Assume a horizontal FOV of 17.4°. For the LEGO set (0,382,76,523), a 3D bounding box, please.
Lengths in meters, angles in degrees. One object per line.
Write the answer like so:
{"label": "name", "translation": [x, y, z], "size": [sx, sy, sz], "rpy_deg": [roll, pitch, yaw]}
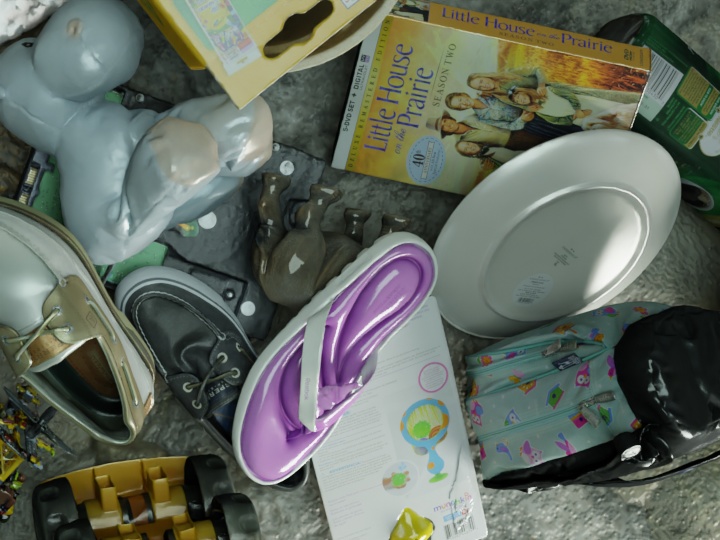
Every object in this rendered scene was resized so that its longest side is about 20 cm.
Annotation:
{"label": "LEGO set", "translation": [-0.271, 0.060, 1.563], "size": [0.200, 0.154, 0.116], "rpy_deg": [44, 99, -7]}

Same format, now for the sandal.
{"label": "sandal", "translation": [-0.017, 0.061, 1.604], "size": [0.082, 0.050, 0.203], "rpy_deg": [34, 91, -33]}

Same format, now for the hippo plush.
{"label": "hippo plush", "translation": [-0.165, -0.099, 1.572], "size": [0.200, 0.159, 0.161], "rpy_deg": [-40, 85, 32]}

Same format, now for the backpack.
{"label": "backpack", "translation": [0.171, 0.090, 1.674], "size": [0.167, 0.200, 0.127], "rpy_deg": [3, 74, -49]}

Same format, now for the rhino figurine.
{"label": "rhino figurine", "translation": [0.000, 0.000, 1.668], "size": [0.200, 0.060, 0.087], "rpy_deg": [21, 81, -42]}

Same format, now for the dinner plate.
{"label": "dinner plate", "translation": [0.143, -0.018, 1.680], "size": [0.200, 0.024, 0.200], "rpy_deg": [-16, 139, -14]}

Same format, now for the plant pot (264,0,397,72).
{"label": "plant pot", "translation": [-0.082, -0.233, 1.581], "size": [0.200, 0.183, 0.200], "rpy_deg": [-1, 95, -16]}

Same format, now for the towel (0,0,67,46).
{"label": "towel", "translation": [-0.312, -0.221, 1.595], "size": [0.200, 0.032, 0.191], "rpy_deg": [-32, 103, -11]}

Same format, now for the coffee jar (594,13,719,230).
{"label": "coffee jar", "translation": [0.249, -0.100, 1.728], "size": [0.200, 0.104, 0.085], "rpy_deg": [37, 80, -16]}

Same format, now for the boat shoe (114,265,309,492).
{"label": "boat shoe", "translation": [-0.098, 0.081, 1.634], "size": [0.070, 0.066, 0.200], "rpy_deg": [-33, 119, 3]}

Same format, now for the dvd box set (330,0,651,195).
{"label": "dvd box set", "translation": [0.090, -0.114, 1.655], "size": [0.200, 0.029, 0.146], "rpy_deg": [12, 131, -5]}

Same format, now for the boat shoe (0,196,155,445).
{"label": "boat shoe", "translation": [-0.196, 0.032, 1.500], "size": [0.075, 0.068, 0.200], "rpy_deg": [-30, 125, 17]}

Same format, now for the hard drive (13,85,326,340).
{"label": "hard drive", "translation": [-0.139, -0.046, 1.653], "size": [0.200, 0.038, 0.140], "rpy_deg": [19, 88, -17]}

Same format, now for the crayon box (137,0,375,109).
{"label": "crayon box", "translation": [-0.094, -0.215, 1.457], "size": [0.126, 0.052, 0.200], "rpy_deg": [-39, 102, -10]}

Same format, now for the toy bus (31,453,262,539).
{"label": "toy bus", "translation": [-0.141, 0.236, 1.595], "size": [0.136, 0.200, 0.192], "rpy_deg": [-7, 103, -15]}

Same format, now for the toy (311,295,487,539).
{"label": "toy", "translation": [0.015, 0.120, 1.693], "size": [0.115, 0.047, 0.200], "rpy_deg": [-19, 111, -13]}
